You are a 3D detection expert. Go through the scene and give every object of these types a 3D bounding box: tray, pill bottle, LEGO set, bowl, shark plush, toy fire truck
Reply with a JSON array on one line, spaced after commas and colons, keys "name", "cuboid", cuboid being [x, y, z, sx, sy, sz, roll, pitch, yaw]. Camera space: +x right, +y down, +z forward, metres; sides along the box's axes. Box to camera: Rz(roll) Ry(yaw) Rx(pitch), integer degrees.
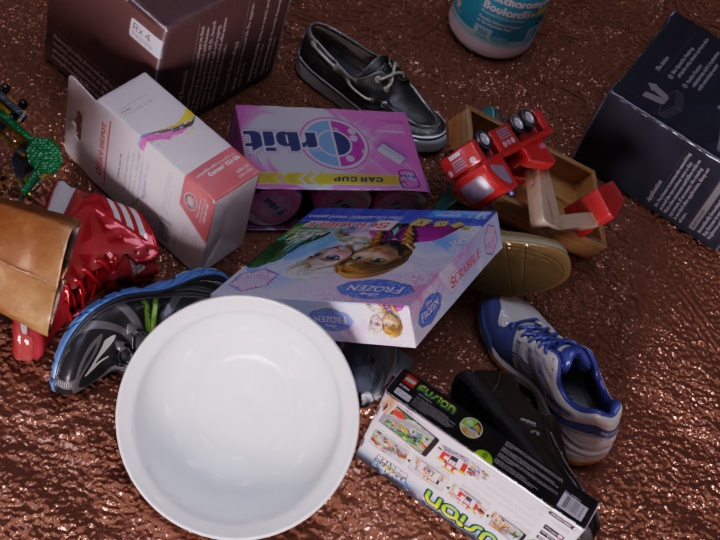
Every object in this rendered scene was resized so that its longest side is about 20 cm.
[{"name": "tray", "cuboid": [0.173, -0.090, 1.333, 0.199, 0.037, 0.099, 21, 53, -34]}, {"name": "pill bottle", "cuboid": [0.181, -0.355, 1.500, 0.110, 0.200, 0.111, 8, 50, -10]}, {"name": "LEGO set", "cuboid": [-0.381, -0.072, 1.175, 0.154, 0.116, 0.201, 36, 55, -27]}, {"name": "bowl", "cuboid": [-0.099, 0.118, 1.077, 0.200, 0.090, 0.202, 0, 92, 0]}, {"name": "shark plush", "cuboid": [-0.001, 0.065, 1.143, 0.090, 0.084, 0.200, 24, 22, 8]}, {"name": "toy fire truck", "cuboid": [0.173, -0.085, 1.265, 0.200, 0.049, 0.141, -29, 88, -50]}]

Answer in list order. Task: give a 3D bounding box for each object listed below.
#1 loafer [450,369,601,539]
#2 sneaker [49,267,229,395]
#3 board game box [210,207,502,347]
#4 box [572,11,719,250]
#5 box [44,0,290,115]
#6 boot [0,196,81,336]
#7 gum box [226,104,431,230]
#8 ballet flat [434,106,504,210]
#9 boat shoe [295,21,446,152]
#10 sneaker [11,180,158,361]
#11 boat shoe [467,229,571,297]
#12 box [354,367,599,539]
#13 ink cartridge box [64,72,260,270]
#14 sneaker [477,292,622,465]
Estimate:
[{"name": "loafer", "cuboid": [0.162, 0.163, 1.160, 0.071, 0.073, 0.200, -19, 60, -27]}, {"name": "sneaker", "cuboid": [-0.184, 0.059, 1.135, 0.199, 0.071, 0.083, -23, 56, -35]}, {"name": "board game box", "cuboid": [0.000, 0.000, 1.156, 0.199, 0.041, 0.200, 2, 26, 28]}, {"name": "box", "cuboid": [0.384, -0.163, 1.465, 0.200, 0.118, 0.197, 35, 51, 10]}, {"name": "box", "cuboid": [-0.198, -0.274, 1.336, 0.166, 0.165, 0.200, 41, 52, 16]}, {"name": "boot", "cuboid": [-0.348, 0.005, 1.068, 0.199, 0.189, 0.069, 23, 13, -5]}, {"name": "gum box", "cuboid": [-0.031, -0.105, 1.318, 0.199, 0.066, 0.114, 0, 52, -18]}, {"name": "ballet flat", "cuboid": [0.129, -0.096, 1.371, 0.073, 0.073, 0.200, 23, 43, 1]}, {"name": "boat shoe", "cuboid": [0.015, -0.203, 1.414, 0.199, 0.064, 0.071, 33, 50, 10]}, {"name": "sneaker", "cuboid": [-0.244, 0.003, 1.159, 0.115, 0.079, 0.201, 11, 51, -7]}, {"name": "boat shoe", "cuboid": [0.109, -0.021, 1.265, 0.199, 0.074, 0.067, 2, 40, 11]}, {"name": "box", "cuboid": [0.096, 0.180, 1.103, 0.200, 0.110, 0.035, 34, 50, 10]}, {"name": "ink cartridge box", "cuboid": [-0.196, -0.105, 1.233, 0.200, 0.117, 0.067, 41, 53, 15]}, {"name": "sneaker", "cuboid": [0.188, 0.084, 1.224, 0.075, 0.088, 0.200, -19, 59, -27]}]
